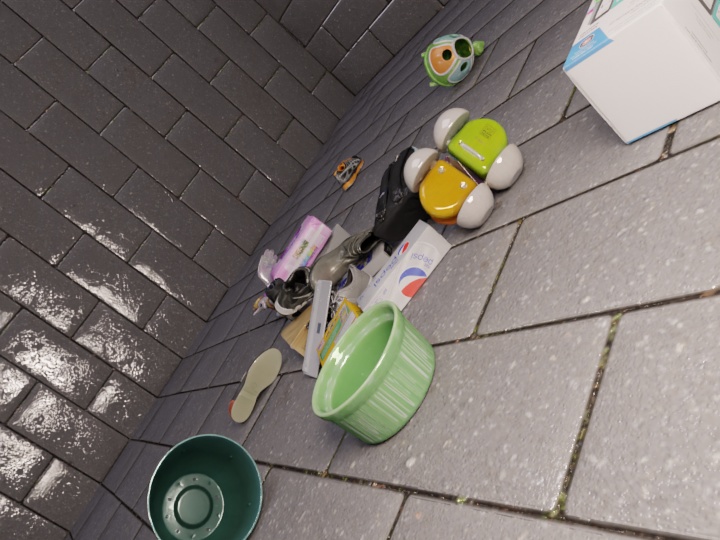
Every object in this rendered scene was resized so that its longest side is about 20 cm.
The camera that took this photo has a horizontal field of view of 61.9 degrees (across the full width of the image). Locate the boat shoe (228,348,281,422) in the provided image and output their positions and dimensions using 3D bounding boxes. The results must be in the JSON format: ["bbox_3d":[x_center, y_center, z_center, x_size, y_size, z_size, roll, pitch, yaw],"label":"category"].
[{"bbox_3d":[-0.267,0.285,1.514,0.203,0.070,0.062,-60,15,-11],"label":"boat shoe"}]

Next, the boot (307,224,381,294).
[{"bbox_3d":[-0.029,-0.034,1.347,0.200,0.068,0.130,-48,11,-33],"label":"boot"}]

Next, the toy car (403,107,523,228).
[{"bbox_3d":[0.188,-0.173,1.085,0.202,0.174,0.150,-52,-20,0],"label":"toy car"}]

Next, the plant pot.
[{"bbox_3d":[-0.291,0.420,1.092,0.161,0.198,0.203,-49,12,55],"label":"plant pot"}]

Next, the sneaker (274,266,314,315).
[{"bbox_3d":[-0.114,0.023,1.393,0.198,0.066,0.092,-33,-28,-34],"label":"sneaker"}]

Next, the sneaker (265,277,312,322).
[{"bbox_3d":[-0.180,0.072,1.509,0.073,0.112,0.200,-45,-13,-9],"label":"sneaker"}]

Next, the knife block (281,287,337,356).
[{"bbox_3d":[-0.099,0.114,1.401,0.177,0.064,0.199,-54,16,-7],"label":"knife block"}]

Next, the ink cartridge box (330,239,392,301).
[{"bbox_3d":[0.000,0.000,1.412,0.199,0.037,0.096,-42,20,26],"label":"ink cartridge box"}]

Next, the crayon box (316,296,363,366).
[{"bbox_3d":[-0.022,0.139,1.124,0.128,0.051,0.200,-61,16,6],"label":"crayon box"}]

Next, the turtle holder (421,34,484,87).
[{"bbox_3d":[0.283,-0.626,1.782,0.131,0.180,0.146,-20,67,61],"label":"turtle holder"}]

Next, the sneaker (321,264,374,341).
[{"bbox_3d":[-0.041,0.081,1.272,0.074,0.081,0.203,-26,31,56],"label":"sneaker"}]

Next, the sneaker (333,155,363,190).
[{"bbox_3d":[-0.046,-0.387,2.270,0.078,0.077,0.202,-42,18,35],"label":"sneaker"}]

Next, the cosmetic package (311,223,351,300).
[{"bbox_3d":[-0.084,-0.018,1.606,0.112,0.081,0.202,-41,19,34],"label":"cosmetic package"}]

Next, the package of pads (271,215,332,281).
[{"bbox_3d":[-0.159,-0.044,1.590,0.203,0.075,0.120,-57,15,-2],"label":"package of pads"}]

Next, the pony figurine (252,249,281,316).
[{"bbox_3d":[-0.244,0.053,1.824,0.197,0.166,0.197,-2,57,49],"label":"pony figurine"}]

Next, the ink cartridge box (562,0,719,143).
[{"bbox_3d":[0.386,-0.308,0.776,0.146,0.145,0.203,-24,32,57],"label":"ink cartridge box"}]

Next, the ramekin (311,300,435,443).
[{"bbox_3d":[0.023,0.157,0.908,0.200,0.097,0.201,-47,17,19],"label":"ramekin"}]

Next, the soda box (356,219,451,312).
[{"bbox_3d":[0.080,0.007,1.123,0.202,0.063,0.068,-52,17,3],"label":"soda box"}]

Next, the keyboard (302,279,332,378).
[{"bbox_3d":[-0.092,0.123,1.287,0.055,0.010,0.207,4,84,49],"label":"keyboard"}]

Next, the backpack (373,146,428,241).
[{"bbox_3d":[0.107,-0.179,1.333,0.163,0.151,0.204,-46,38,37],"label":"backpack"}]
